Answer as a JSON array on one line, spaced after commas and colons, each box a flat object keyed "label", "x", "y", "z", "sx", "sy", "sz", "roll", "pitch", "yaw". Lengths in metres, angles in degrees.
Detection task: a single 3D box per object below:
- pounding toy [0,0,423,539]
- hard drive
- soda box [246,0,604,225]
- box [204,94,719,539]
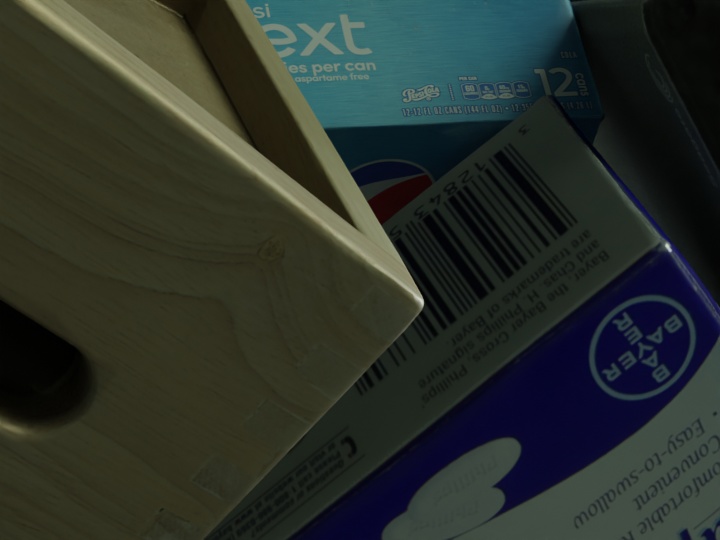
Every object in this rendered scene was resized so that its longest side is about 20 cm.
[{"label": "pounding toy", "x": -0.088, "y": -0.003, "z": 0.496, "sx": 0.200, "sy": 0.142, "sz": 0.184, "roll": 37, "pitch": 14, "yaw": -35}, {"label": "hard drive", "x": 0.109, "y": -0.027, "z": 0.700, "sx": 0.140, "sy": 0.033, "sz": 0.200, "roll": 61, "pitch": -2, "yaw": -8}, {"label": "soda box", "x": -0.033, "y": -0.047, "z": 0.677, "sx": 0.064, "sy": 0.198, "sz": 0.068, "roll": 102, "pitch": -19, "yaw": -51}, {"label": "box", "x": 0.049, "y": 0.091, "z": 0.656, "sx": 0.200, "sy": 0.183, "sz": 0.105, "roll": 50, "pitch": 4, "yaw": -31}]
